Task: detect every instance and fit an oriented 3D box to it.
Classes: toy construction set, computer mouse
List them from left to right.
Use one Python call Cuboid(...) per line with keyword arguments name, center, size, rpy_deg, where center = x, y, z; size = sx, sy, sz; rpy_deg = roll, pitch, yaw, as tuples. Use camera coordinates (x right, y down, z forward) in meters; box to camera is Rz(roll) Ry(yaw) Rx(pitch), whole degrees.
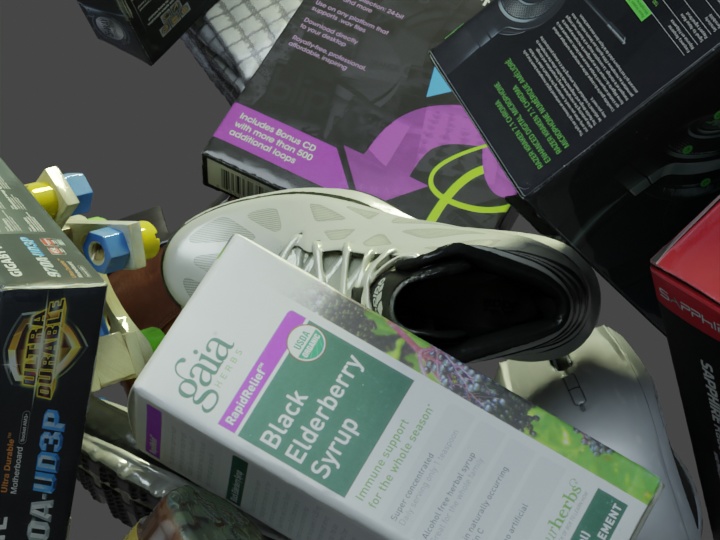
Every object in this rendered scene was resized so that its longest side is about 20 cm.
Cuboid(name="toy construction set", center=(-0.164, 0.029, 0.990), size=(0.092, 0.131, 0.200), rpy_deg=(-18, 3, -30))
Cuboid(name="computer mouse", center=(0.098, 0.053, 0.951), size=(0.109, 0.044, 0.200), rpy_deg=(-21, 48, -1))

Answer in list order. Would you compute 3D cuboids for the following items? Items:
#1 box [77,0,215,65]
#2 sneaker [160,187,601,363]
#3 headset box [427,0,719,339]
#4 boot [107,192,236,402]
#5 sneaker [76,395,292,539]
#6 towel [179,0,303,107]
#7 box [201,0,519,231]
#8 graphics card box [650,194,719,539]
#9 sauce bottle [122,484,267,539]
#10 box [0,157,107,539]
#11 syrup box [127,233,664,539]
Cuboid(name="box", center=(-0.080, -0.227, 1.056), size=(0.043, 0.160, 0.200), rpy_deg=(29, 69, 33))
Cuboid(name="sneaker", center=(0.000, 0.000, 0.904), size=(0.200, 0.115, 0.076), rpy_deg=(5, 88, 11))
Cuboid(name="headset box", center=(0.150, -0.074, 0.856), size=(0.200, 0.174, 0.093), rpy_deg=(-39, 52, 12))
Cuboid(name="boot", center=(-0.034, 0.031, 0.998), size=(0.188, 0.069, 0.200), rpy_deg=(-20, 50, -3))
Cuboid(name="sneaker", center=(-0.035, 0.093, 0.915), size=(0.200, 0.074, 0.080), rpy_deg=(22, 70, 3))
Cuboid(name="towel", center=(-0.033, -0.175, 1.159), size=(0.165, 0.086, 0.200), rpy_deg=(-32, 51, -7))
Cuboid(name="box", center=(0.033, -0.095, 1.022), size=(0.143, 0.036, 0.200), rpy_deg=(25, 63, 11))
Cuboid(name="graphics card box", center=(0.185, 0.030, 0.837), size=(0.125, 0.200, 0.051), rpy_deg=(-42, 52, -19))
Cuboid(name="sauce bottle", center=(-0.114, 0.179, 0.861), size=(0.200, 0.065, 0.065), rpy_deg=(-51, 48, 14))
Cuboid(name="box", center=(-0.171, 0.037, 0.877), size=(0.046, 0.159, 0.200), rpy_deg=(-1, 26, -30))
Cuboid(name="syrup box", center=(0.011, 0.076, 0.843), size=(0.200, 0.081, 0.079), rpy_deg=(30, 69, 5))
